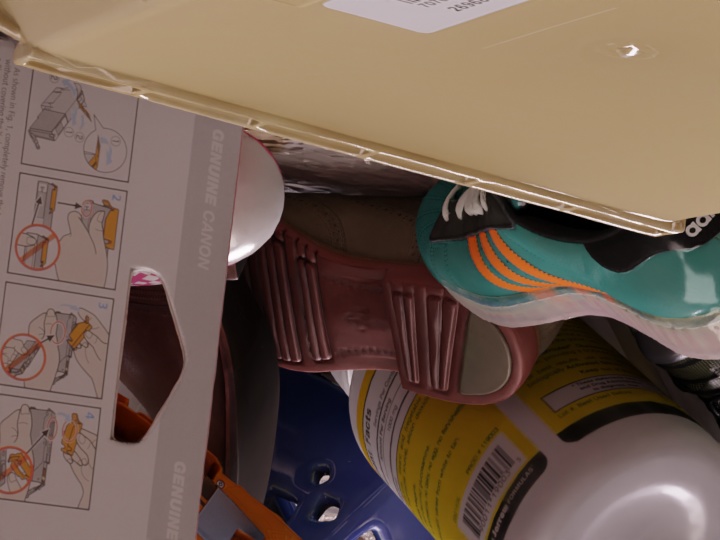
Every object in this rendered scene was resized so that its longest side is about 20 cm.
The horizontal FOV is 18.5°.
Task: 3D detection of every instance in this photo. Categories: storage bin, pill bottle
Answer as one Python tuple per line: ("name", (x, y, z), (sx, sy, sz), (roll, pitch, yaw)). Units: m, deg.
("storage bin", (0.050, -0.080, 0.386), (0.197, 0.095, 0.199), (13, 168, -32))
("pill bottle", (0.065, 0.068, 0.949), (0.112, 0.113, 0.200), (13, -160, -36))

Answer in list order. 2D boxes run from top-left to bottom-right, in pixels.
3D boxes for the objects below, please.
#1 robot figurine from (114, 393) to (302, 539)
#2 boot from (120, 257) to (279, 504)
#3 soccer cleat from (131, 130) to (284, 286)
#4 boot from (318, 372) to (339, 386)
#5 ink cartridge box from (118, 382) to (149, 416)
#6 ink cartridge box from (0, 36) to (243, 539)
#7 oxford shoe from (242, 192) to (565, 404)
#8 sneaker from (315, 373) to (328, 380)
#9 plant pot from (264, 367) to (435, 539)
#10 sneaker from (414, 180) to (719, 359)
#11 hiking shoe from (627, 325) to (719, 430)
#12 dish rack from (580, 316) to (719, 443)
("robot figurine", (-0.120, 0.083, 0.860), (0.199, 0.058, 0.145), (36, 142, -4))
("boot", (-0.138, 0.029, 0.909), (0.198, 0.188, 0.064), (1, -162, 12))
("soccer cleat", (-0.129, -0.023, 0.806), (0.198, 0.071, 0.086), (5, -162, 14))
("boot", (0.065, 0.043, 1.131), (0.199, 0.071, 0.146), (5, 175, 39))
("ink cartridge box", (-0.142, 0.060, 1.030), (0.199, 0.130, 0.125), (18, 180, 41))
("ink cartridge box", (-0.136, 0.022, 0.742), (0.175, 0.202, 0.045), (11, 169, -23))
("oxford shoe", (0.000, 0.000, 0.924), (0.199, 0.071, 0.075), (19, -140, 30))
("sneaker", (-0.053, 0.063, 1.294), (0.087, 0.077, 0.199), (-2, -177, -42))
("plant pot", (-0.058, 0.174, 1.137), (0.199, 0.180, 0.201), (25, 146, 44))
("sneaker", (0.071, -0.026, 0.769), (0.080, 0.072, 0.199), (48, 161, -25))
("hiking shoe", (0.173, 0.042, 0.913), (0.075, 0.101, 0.200), (-34, 161, 17))
("dish rack", (0.186, 0.085, 1.028), (0.044, 0.201, 0.171), (-43, 143, 25))
